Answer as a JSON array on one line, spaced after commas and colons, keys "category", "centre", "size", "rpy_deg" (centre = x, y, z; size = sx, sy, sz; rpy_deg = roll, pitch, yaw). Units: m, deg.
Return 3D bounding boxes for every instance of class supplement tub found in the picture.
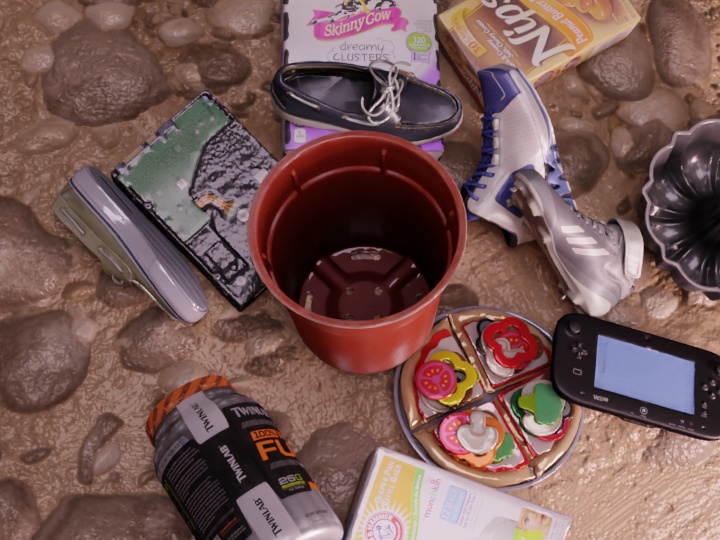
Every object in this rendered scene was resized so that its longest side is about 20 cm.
[{"category": "supplement tub", "centre": [-0.115, 0.204, 1.296], "size": [0.122, 0.123, 0.200], "rpy_deg": [-32, 64, -13]}]

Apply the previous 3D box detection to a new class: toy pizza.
[{"category": "toy pizza", "centre": [0.133, 0.125, 1.389], "size": [0.200, 0.032, 0.200], "rpy_deg": [4, 65, -8]}]

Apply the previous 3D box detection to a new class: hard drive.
[{"category": "hard drive", "centre": [-0.144, -0.074, 1.427], "size": [0.200, 0.038, 0.140], "rpy_deg": [45, 75, 6]}]

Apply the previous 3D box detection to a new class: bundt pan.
[{"category": "bundt pan", "centre": [0.388, -0.057, 1.459], "size": [0.202, 0.076, 0.202], "rpy_deg": [1, 74, -5]}]

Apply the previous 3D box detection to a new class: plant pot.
[{"category": "plant pot", "centre": [0.000, 0.000, 1.328], "size": [0.200, 0.195, 0.201], "rpy_deg": [-1, 65, 2]}]

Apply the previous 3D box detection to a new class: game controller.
[{"category": "game controller", "centre": [0.289, 0.110, 1.402], "size": [0.200, 0.042, 0.104], "rpy_deg": [16, 48, -7]}]

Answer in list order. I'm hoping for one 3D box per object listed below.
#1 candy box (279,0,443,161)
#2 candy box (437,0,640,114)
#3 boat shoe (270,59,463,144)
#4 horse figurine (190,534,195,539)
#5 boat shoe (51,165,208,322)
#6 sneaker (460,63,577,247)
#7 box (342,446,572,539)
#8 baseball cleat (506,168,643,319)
[{"category": "candy box", "centre": [-0.002, -0.211, 1.462], "size": [0.167, 0.072, 0.200], "rpy_deg": [0, 75, -6]}, {"category": "candy box", "centre": [0.193, -0.270, 1.507], "size": [0.200, 0.055, 0.116], "rpy_deg": [-30, 81, -13]}, {"category": "boat shoe", "centre": [0.009, -0.177, 1.385], "size": [0.200, 0.062, 0.075], "rpy_deg": [11, 73, -4]}, {"category": "horse figurine", "centre": [-0.134, 0.347, 1.297], "size": [0.132, 0.050, 0.200], "rpy_deg": [-23, 68, -35]}, {"category": "boat shoe", "centre": [-0.235, -0.017, 1.395], "size": [0.062, 0.072, 0.200], "rpy_deg": [-43, 79, 13]}, {"category": "sneaker", "centre": [0.147, -0.108, 1.427], "size": [0.115, 0.081, 0.200], "rpy_deg": [-23, 103, -5]}, {"category": "box", "centre": [0.085, 0.261, 1.325], "size": [0.200, 0.101, 0.113], "rpy_deg": [21, 73, 0]}, {"category": "baseball cleat", "centre": [0.225, -0.043, 1.401], "size": [0.106, 0.200, 0.070], "rpy_deg": [-34, 36, -5]}]
